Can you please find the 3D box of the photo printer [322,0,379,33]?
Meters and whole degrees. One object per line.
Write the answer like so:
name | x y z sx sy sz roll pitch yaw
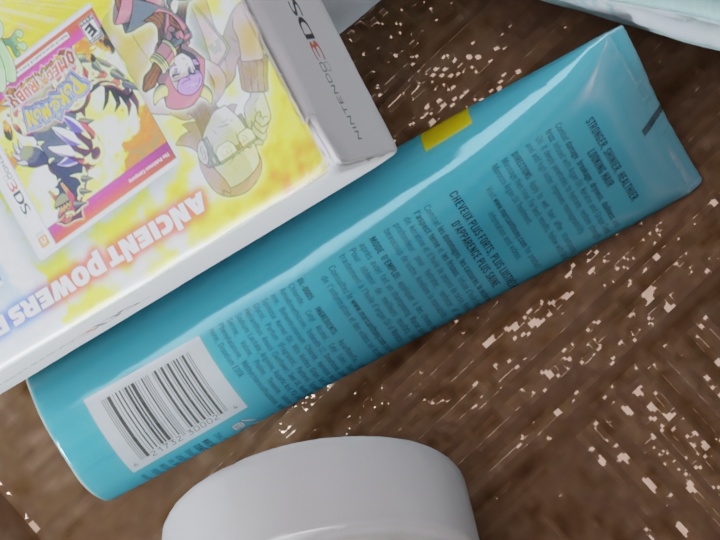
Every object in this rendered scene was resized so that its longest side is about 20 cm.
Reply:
photo printer | -0.078 -0.113 0.831 0.200 0.069 0.167 -37 78 27

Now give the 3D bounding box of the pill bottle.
pill bottle | 0.004 0.152 0.771 0.114 0.114 0.201 -16 60 7

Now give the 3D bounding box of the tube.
tube | 0.000 0.000 0.836 0.199 0.077 0.051 -27 55 8

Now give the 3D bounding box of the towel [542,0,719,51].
towel | 0.096 -0.150 0.801 0.200 0.048 0.172 21 87 42

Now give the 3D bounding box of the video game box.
video game box | -0.112 -0.065 0.790 0.200 0.047 0.183 -30 81 29
